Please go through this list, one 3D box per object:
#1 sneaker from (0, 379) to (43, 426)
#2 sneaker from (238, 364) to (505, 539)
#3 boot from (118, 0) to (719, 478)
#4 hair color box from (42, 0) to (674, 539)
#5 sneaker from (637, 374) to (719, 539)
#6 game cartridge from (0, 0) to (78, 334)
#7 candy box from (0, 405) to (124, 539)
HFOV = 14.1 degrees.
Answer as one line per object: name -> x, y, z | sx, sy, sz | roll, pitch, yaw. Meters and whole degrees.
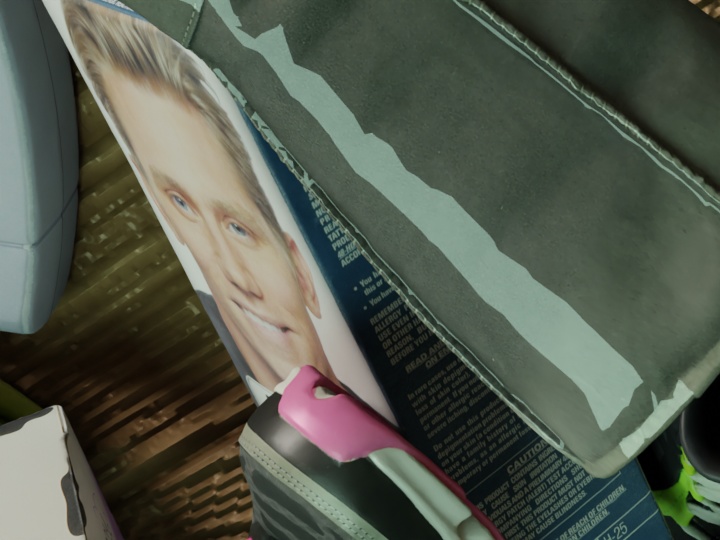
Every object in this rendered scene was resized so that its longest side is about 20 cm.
sneaker -> -0.178, 0.076, 0.894 | 0.199, 0.080, 0.131 | -3, 130, -19
sneaker -> -0.011, 0.104, 0.737 | 0.074, 0.087, 0.200 | 41, 157, 27
boot -> 0.033, -0.081, 0.642 | 0.200, 0.073, 0.182 | 37, 94, 2
hair color box -> 0.000, 0.000, 0.758 | 0.100, 0.060, 0.201 | 23, 145, 55
sneaker -> 0.094, 0.033, 0.752 | 0.071, 0.083, 0.201 | 11, 131, 18
game cartridge -> -0.149, -0.069, 0.820 | 0.133, 0.041, 0.201 | 4, 129, 18
candy box -> -0.151, 0.145, 0.797 | 0.199, 0.168, 0.072 | -20, 130, 0
